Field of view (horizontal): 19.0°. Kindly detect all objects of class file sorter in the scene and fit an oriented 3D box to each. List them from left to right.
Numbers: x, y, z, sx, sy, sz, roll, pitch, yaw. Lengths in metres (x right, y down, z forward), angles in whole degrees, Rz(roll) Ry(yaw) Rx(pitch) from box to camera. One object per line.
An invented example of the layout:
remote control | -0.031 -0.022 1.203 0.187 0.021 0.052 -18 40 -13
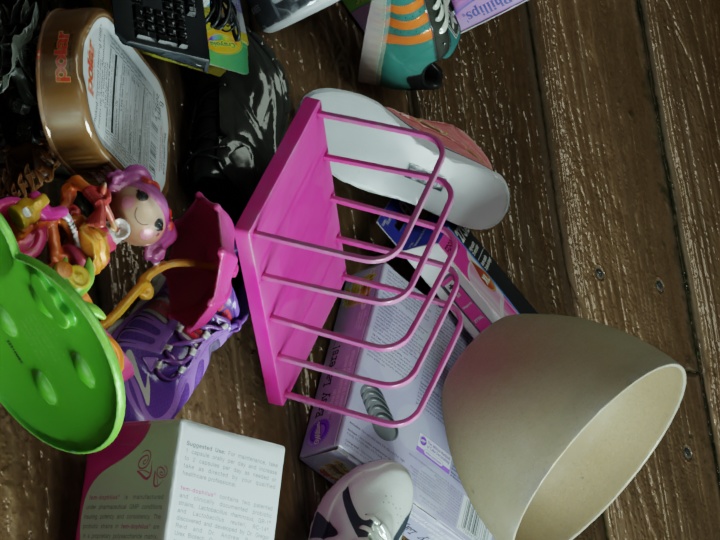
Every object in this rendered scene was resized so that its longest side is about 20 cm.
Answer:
file sorter | 0.000 0.000 1.612 0.201 0.125 0.139 82 28 -48

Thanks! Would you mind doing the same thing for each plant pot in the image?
plant pot | 0.142 0.112 1.708 0.134 0.201 0.200 41 33 25

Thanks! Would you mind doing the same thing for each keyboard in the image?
keyboard | -0.134 -0.236 1.571 0.104 0.040 0.201 14 49 -31

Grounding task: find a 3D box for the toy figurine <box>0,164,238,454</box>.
toy figurine | -0.171 -0.006 1.479 0.184 0.150 0.201 -36 97 -41

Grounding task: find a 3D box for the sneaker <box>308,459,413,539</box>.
sneaker | 0.011 0.221 1.583 0.199 0.129 0.080 -48 116 -34

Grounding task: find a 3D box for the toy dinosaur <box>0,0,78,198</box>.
toy dinosaur | -0.234 -0.121 1.528 0.136 0.102 0.201 50 18 -44

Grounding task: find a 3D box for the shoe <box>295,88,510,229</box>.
shoe | 0.032 -0.101 1.829 0.199 0.072 0.091 25 14 -13

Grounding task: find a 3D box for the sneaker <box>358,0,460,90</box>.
sneaker | 0.049 -0.225 1.792 0.079 0.201 0.072 12 55 0

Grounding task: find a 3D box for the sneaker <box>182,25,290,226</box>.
sneaker | -0.100 -0.103 1.678 0.090 0.076 0.201 -10 80 -45

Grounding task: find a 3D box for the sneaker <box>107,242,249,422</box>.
sneaker | -0.130 0.043 1.570 0.081 0.083 0.201 46 46 -23

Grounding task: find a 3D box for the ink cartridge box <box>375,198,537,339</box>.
ink cartridge box | 0.095 0.014 1.820 0.200 0.037 0.095 48 21 -6

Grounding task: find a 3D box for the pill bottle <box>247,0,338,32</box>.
pill bottle | -0.076 -0.306 1.765 0.106 0.106 0.201 -31 97 -49

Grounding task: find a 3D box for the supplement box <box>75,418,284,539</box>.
supplement box | -0.130 0.208 1.455 0.103 0.101 0.202 17 74 -42

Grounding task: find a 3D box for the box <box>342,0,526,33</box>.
box | 0.101 -0.295 1.899 0.097 0.175 0.200 53 43 -17

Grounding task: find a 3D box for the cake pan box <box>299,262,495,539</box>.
cake pan box | 0.051 0.121 1.760 0.200 0.052 0.185 37 51 -31

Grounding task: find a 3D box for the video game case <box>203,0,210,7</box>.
video game case | -0.210 -0.260 1.573 0.199 0.018 0.144 0 57 -39

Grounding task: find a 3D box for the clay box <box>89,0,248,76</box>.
clay box | -0.153 -0.230 1.647 0.114 0.048 0.201 14 50 -34

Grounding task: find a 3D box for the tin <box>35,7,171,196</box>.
tin | -0.180 -0.114 1.546 0.200 0.042 0.113 54 31 -66
